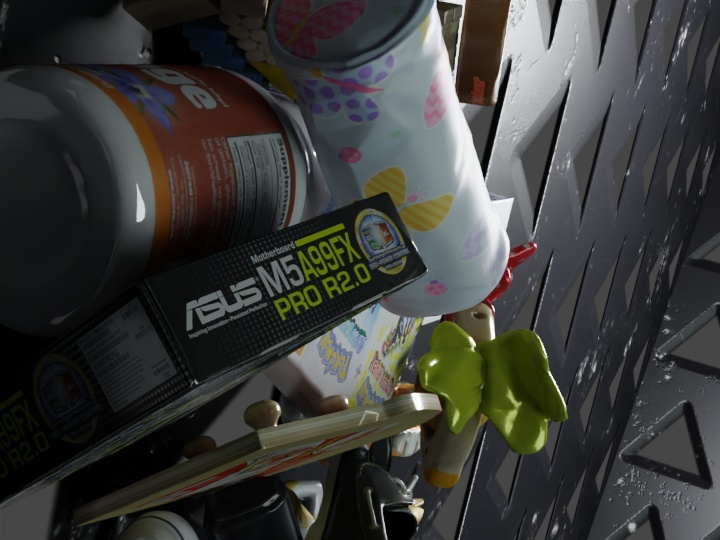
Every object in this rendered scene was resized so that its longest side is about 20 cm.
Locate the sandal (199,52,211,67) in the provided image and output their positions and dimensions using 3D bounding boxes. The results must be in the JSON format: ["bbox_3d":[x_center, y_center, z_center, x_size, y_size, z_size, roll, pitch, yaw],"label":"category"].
[{"bbox_3d":[-0.043,-0.203,0.666,0.082,0.050,0.204,10,96,-68],"label":"sandal"}]

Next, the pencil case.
[{"bbox_3d":[0.020,-0.064,0.617,0.200,0.083,0.091,66,20,-48],"label":"pencil case"}]

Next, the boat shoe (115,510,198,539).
[{"bbox_3d":[-0.154,0.235,0.695,0.201,0.072,0.066,-63,162,-4],"label":"boat shoe"}]

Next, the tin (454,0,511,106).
[{"bbox_3d":[0.104,-0.225,0.959,0.112,0.042,0.201,77,22,-66],"label":"tin"}]

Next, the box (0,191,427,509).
[{"bbox_3d":[-0.089,0.042,0.539,0.160,0.200,0.044,-25,85,-51],"label":"box"}]

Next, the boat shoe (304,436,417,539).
[{"bbox_3d":[0.007,0.168,0.806,0.200,0.067,0.072,-72,156,-64],"label":"boat shoe"}]

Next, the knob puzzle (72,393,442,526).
[{"bbox_3d":[-0.040,0.095,0.700,0.219,0.219,0.031,14,56,-69],"label":"knob puzzle"}]

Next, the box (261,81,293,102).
[{"bbox_3d":[-0.036,-0.045,0.786,0.200,0.044,0.161,-31,133,-60],"label":"box"}]

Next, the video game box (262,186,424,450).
[{"bbox_3d":[0.000,0.000,0.767,0.183,0.047,0.200,-64,157,-16],"label":"video game box"}]

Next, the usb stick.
[{"bbox_3d":[-0.055,0.207,0.780,0.055,0.033,0.201,-22,131,-12],"label":"usb stick"}]

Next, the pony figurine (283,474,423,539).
[{"bbox_3d":[-0.025,0.250,0.936,0.200,0.166,0.194,15,88,-52],"label":"pony figurine"}]

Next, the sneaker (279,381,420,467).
[{"bbox_3d":[-0.015,0.109,0.935,0.200,0.077,0.079,24,82,-62],"label":"sneaker"}]

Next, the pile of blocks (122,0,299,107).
[{"bbox_3d":[-0.067,-0.151,0.613,0.200,0.082,0.063,43,47,-55],"label":"pile of blocks"}]

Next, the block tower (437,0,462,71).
[{"bbox_3d":[0.031,-0.102,0.917,0.054,0.057,0.201,-36,136,-57],"label":"block tower"}]

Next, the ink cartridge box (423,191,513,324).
[{"bbox_3d":[0.078,-0.016,1.102,0.200,0.050,0.110,-12,117,-65],"label":"ink cartridge box"}]

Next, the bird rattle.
[{"bbox_3d":[0.071,0.068,0.911,0.200,0.112,0.164,-102,-154,-56],"label":"bird rattle"}]

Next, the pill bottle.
[{"bbox_3d":[-0.095,-0.041,0.572,0.200,0.112,0.113,-21,124,-65],"label":"pill bottle"}]
